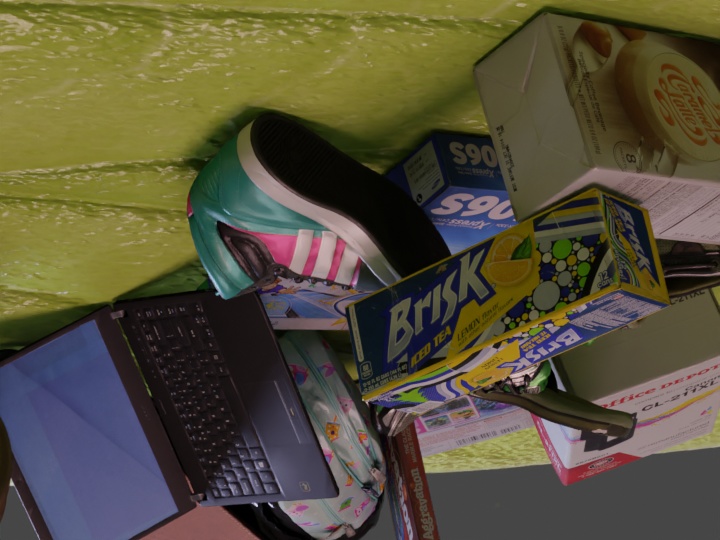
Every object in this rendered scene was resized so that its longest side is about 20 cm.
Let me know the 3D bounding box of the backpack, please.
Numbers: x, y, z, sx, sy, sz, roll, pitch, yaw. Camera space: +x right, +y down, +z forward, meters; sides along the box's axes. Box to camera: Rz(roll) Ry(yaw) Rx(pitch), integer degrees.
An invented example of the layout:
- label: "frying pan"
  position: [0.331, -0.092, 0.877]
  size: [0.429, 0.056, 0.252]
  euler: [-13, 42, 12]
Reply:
- label: "backpack"
  position: [-0.054, 0.124, 1.808]
  size: [0.127, 0.167, 0.200]
  euler: [-38, 155, -5]

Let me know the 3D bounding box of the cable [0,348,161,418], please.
- label: "cable"
  position: [-0.246, 0.103, 1.774]
  size: [0.200, 0.051, 0.163]
  euler: [-2, 149, -21]

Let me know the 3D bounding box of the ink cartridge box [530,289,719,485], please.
- label: "ink cartridge box"
  position: [0.223, 0.090, 1.934]
  size: [0.146, 0.083, 0.200]
  euler: [-19, 158, -6]

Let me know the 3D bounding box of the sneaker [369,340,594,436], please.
- label: "sneaker"
  position: [0.094, 0.065, 1.735]
  size: [0.200, 0.085, 0.078]
  euler: [-33, 173, -9]

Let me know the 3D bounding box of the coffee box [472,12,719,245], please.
- label: "coffee box"
  position: [0.182, -0.087, 1.485]
  size: [0.200, 0.115, 0.080]
  euler: [4, 152, -39]

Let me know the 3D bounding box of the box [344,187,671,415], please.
- label: "box"
  position: [0.089, 0.023, 1.453]
  size: [0.200, 0.070, 0.064]
  euler: [-25, 153, 31]

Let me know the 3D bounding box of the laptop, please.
- label: "laptop"
  position: [-0.146, 0.118, 1.657]
  size: [0.200, 0.177, 0.103]
  euler: [-7, -155, 33]

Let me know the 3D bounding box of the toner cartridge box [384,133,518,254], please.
- label: "toner cartridge box"
  position: [0.109, -0.048, 1.623]
  size: [0.200, 0.043, 0.095]
  euler: [3, 153, -36]

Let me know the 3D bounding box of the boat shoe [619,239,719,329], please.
- label: "boat shoe"
  position: [0.186, 0.009, 1.656]
  size: [0.201, 0.066, 0.072]
  euler: [-22, 157, 18]

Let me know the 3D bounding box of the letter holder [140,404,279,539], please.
- label: "letter holder"
  position: [-0.146, 0.227, 1.878]
  size: [0.142, 0.101, 0.200]
  euler: [-39, 124, 8]

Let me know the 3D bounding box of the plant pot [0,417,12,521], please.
- label: "plant pot"
  position: [-0.317, 0.084, 1.539]
  size: [0.200, 0.200, 0.175]
  euler: [-2, 135, -26]

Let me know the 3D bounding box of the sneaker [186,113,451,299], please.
- label: "sneaker"
  position: [-0.039, -0.014, 1.527]
  size: [0.121, 0.084, 0.200]
  euler: [-29, 129, 35]

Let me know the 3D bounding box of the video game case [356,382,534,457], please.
- label: "video game case"
  position: [0.044, 0.125, 2.010]
  size: [0.200, 0.024, 0.182]
  euler: [-16, 157, 6]

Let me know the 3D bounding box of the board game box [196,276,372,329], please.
- label: "board game box"
  position: [0.000, 0.000, 1.681]
  size: [0.200, 0.035, 0.135]
  euler: [1, 153, -32]

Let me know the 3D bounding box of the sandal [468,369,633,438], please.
- label: "sandal"
  position: [0.124, 0.077, 1.812]
  size: [0.201, 0.057, 0.080]
  euler: [19, -173, 21]

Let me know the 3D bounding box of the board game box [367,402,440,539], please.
- label: "board game box"
  position: [0.031, 0.148, 1.827]
  size: [0.019, 0.200, 0.103]
  euler: [-8, 156, -10]
